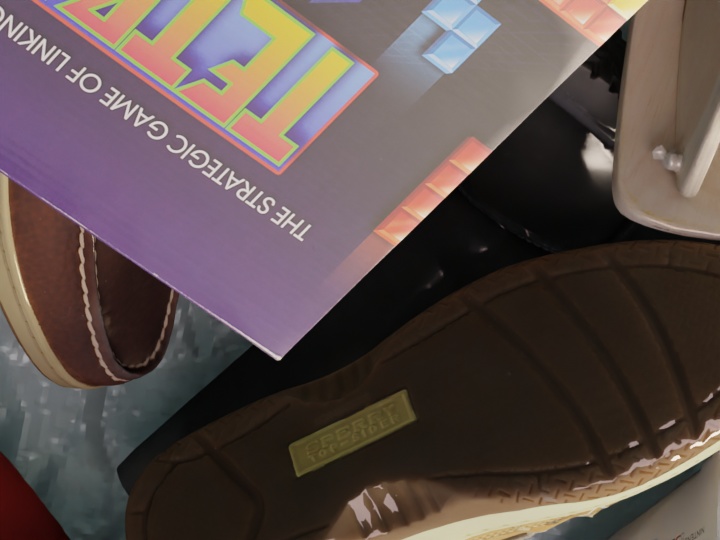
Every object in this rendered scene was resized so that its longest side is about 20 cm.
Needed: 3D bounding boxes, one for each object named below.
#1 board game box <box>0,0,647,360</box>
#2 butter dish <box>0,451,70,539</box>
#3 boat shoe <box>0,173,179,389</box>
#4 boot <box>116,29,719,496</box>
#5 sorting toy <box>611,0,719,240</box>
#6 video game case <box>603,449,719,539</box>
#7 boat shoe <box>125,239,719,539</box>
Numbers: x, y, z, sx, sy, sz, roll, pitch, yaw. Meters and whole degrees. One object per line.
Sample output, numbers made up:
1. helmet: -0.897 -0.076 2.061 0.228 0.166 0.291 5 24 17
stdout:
1. board game box: -0.040 -0.093 0.731 0.200 0.057 0.165 34 110 -29
2. butter dish: -0.175 0.099 0.862 0.199 0.200 0.148 -29 78 21
3. boat shoe: -0.058 -0.051 0.822 0.072 0.072 0.201 16 120 24
4. boot: 0.001 0.001 0.882 0.165 0.066 0.200 39 111 -22
5. sorting toy: 0.176 -0.099 0.778 0.179 0.107 0.200 11 136 -7
6. video game case: 0.170 0.108 0.906 0.199 0.046 0.181 8 159 -12
7. boat shoe: 0.035 0.048 0.843 0.199 0.072 0.076 -19 155 17
